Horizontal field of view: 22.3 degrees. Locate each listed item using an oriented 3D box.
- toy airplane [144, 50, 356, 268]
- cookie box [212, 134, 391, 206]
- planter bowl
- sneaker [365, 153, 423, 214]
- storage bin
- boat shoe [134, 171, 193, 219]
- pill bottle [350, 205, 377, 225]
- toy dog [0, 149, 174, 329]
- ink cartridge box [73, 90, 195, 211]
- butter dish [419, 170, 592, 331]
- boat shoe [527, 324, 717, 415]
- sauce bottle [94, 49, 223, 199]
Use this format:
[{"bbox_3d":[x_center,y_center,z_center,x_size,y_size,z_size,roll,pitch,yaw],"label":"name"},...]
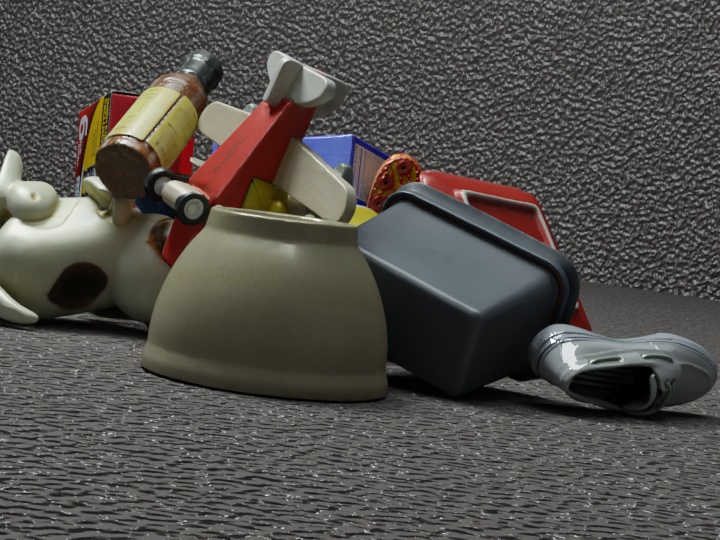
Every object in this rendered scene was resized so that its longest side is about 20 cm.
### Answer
[{"bbox_3d":[-0.077,-0.091,1.613,0.199,0.201,0.141,-18,-45,28],"label":"toy airplane"},{"bbox_3d":[-0.047,-0.089,2.002,0.170,0.076,0.200,-1,-11,25],"label":"cookie box"},{"bbox_3d":[-0.070,0.021,1.458,0.199,0.135,0.200,7,4,0],"label":"planter bowl"},{"bbox_3d":[0.034,-0.029,1.939,0.073,0.201,0.077,0,19,-6],"label":"sneaker"},{"bbox_3d":[0.060,0.032,1.568,0.200,0.146,0.134,29,29,26],"label":"storage bin"},{"bbox_3d":[-0.125,-0.059,1.736,0.199,0.072,0.072,22,-33,17],"label":"boat shoe"},{"bbox_3d":[0.000,0.000,1.812,0.112,0.112,0.200,6,18,-28],"label":"pill bottle"},{"bbox_3d":[-0.240,-0.015,1.673,0.199,0.140,0.194,8,22,-6],"label":"toy dog"},{"bbox_3d":[-0.232,-0.072,1.839,0.084,0.201,0.175,6,-8,-22],"label":"ink cartridge box"},{"bbox_3d":[0.115,0.017,1.874,0.199,0.201,0.148,9,-37,-47],"label":"butter dish"},{"bbox_3d":[0.232,0.097,1.556,0.199,0.074,0.067,6,31,-30],"label":"boat shoe"},{"bbox_3d":[-0.182,-0.142,1.711,0.066,0.066,0.200,9,35,18],"label":"sauce bottle"}]
